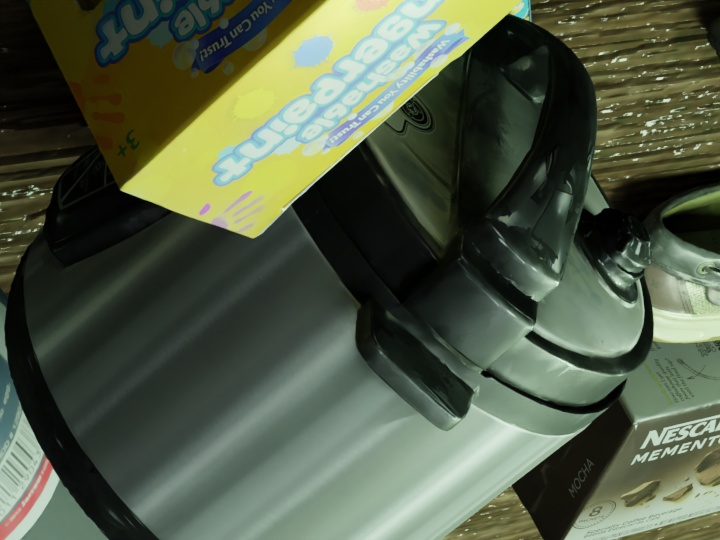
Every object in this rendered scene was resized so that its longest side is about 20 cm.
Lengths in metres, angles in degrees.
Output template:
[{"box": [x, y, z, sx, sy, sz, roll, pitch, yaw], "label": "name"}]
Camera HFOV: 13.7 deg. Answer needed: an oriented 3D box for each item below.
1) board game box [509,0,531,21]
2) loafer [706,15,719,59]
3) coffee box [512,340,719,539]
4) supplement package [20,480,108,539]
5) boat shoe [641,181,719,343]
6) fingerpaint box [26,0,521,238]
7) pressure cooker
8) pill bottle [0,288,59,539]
[{"box": [-0.014, -0.081, 1.092, 0.151, 0.047, 0.200, -24, 151, -8], "label": "board game box"}, {"box": [0.221, -0.072, 1.286, 0.071, 0.073, 0.200, -38, 151, 15], "label": "loafer"}, {"box": [0.173, 0.055, 1.436, 0.199, 0.080, 0.113, -11, 147, -30], "label": "coffee box"}, {"box": [-0.088, 0.104, 1.186, 0.200, 0.117, 0.117, -43, 157, -20], "label": "supplement package"}, {"box": [0.206, -0.013, 1.366, 0.200, 0.072, 0.066, -9, 153, -25], "label": "boat shoe"}, {"box": [-0.015, -0.139, 0.878, 0.200, 0.167, 0.073, -40, 149, 20], "label": "fingerpaint box"}, {"box": [0.002, 0.001, 1.008, 0.200, 0.176, 0.178, -39, 153, 25], "label": "pressure cooker"}, {"box": [-0.187, 0.024, 1.033, 0.119, 0.120, 0.200, -29, 150, 1], "label": "pill bottle"}]
